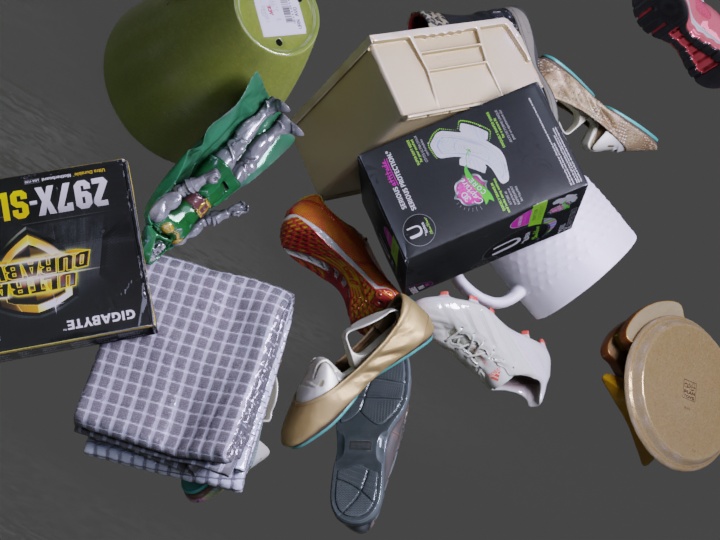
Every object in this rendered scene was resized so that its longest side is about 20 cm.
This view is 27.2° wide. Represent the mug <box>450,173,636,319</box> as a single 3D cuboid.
[{"bbox_3d":[0.179,-0.043,1.666,0.200,0.148,0.175,-41,92,-17],"label":"mug"}]

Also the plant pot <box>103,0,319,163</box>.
[{"bbox_3d":[-0.129,-0.222,1.475,0.187,0.200,0.188,10,70,-30],"label":"plant pot"}]

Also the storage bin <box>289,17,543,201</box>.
[{"bbox_3d":[0.057,-0.169,1.573,0.198,0.200,0.094,-14,75,-35],"label":"storage bin"}]

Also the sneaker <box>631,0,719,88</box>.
[{"bbox_3d":[0.427,-0.332,1.964,0.200,0.074,0.087,48,43,-17],"label":"sneaker"}]

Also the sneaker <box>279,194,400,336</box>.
[{"bbox_3d":[0.000,0.000,1.576,0.200,0.073,0.077,51,39,-16],"label":"sneaker"}]

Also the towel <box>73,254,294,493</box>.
[{"bbox_3d":[-0.164,0.091,1.396,0.165,0.086,0.200,15,66,3],"label":"towel"}]

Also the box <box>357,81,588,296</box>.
[{"bbox_3d":[0.111,-0.079,1.529,0.199,0.149,0.125,-22,75,-5],"label":"box"}]

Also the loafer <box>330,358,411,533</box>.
[{"bbox_3d":[0.010,0.174,1.544,0.072,0.063,0.201,8,64,13],"label":"loafer"}]

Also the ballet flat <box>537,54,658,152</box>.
[{"bbox_3d":[0.276,-0.185,1.823,0.200,0.070,0.065,33,87,-18],"label":"ballet flat"}]

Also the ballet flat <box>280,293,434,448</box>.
[{"bbox_3d":[-0.015,0.097,1.513,0.200,0.069,0.063,-40,111,-16],"label":"ballet flat"}]

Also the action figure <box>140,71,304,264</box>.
[{"bbox_3d":[-0.141,-0.082,1.411,0.200,0.055,0.118,-46,146,-9],"label":"action figure"}]

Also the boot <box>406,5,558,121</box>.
[{"bbox_3d":[0.140,-0.213,1.729,0.153,0.073,0.204,-4,73,-31],"label":"boot"}]

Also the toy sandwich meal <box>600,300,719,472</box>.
[{"bbox_3d":[0.364,0.142,1.775,0.205,0.070,0.206,9,75,-34],"label":"toy sandwich meal"}]

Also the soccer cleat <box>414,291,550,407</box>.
[{"bbox_3d":[0.135,0.086,1.631,0.200,0.069,0.078,27,52,-32],"label":"soccer cleat"}]

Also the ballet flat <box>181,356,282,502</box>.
[{"bbox_3d":[-0.114,0.143,1.466,0.071,0.069,0.200,45,53,-45],"label":"ballet flat"}]

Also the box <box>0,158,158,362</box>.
[{"bbox_3d":[-0.295,-0.005,1.347,0.199,0.049,0.160,-9,78,-8],"label":"box"}]
